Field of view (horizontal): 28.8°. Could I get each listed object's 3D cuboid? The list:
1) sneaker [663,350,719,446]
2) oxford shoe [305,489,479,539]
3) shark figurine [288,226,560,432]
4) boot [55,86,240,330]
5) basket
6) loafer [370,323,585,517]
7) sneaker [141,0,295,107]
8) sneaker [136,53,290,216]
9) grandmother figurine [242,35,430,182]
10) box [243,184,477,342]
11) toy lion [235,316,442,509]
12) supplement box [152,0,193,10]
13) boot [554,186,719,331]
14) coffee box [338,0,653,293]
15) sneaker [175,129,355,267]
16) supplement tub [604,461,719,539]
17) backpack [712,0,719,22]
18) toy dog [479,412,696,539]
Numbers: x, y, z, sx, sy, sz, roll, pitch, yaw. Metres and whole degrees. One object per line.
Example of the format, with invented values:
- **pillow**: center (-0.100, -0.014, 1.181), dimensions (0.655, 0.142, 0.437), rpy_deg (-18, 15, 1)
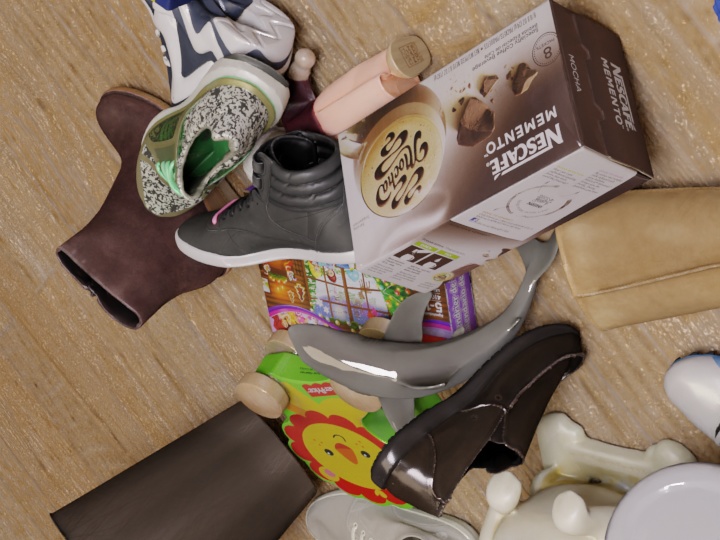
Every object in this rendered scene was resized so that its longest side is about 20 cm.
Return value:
- **sneaker**: center (0.290, 0.128, 0.960), dimensions (0.200, 0.072, 0.072), rpy_deg (38, 136, 19)
- **oxford shoe**: center (0.019, 0.245, 1.276), dimensions (0.199, 0.058, 0.076), rpy_deg (6, 122, 41)
- **shark figurine**: center (0.068, 0.056, 1.030), dimensions (0.214, 0.090, 0.129), rpy_deg (-26, 98, 3)
- **boot**: center (-0.197, -0.059, 1.193), dimensions (0.200, 0.166, 0.072), rpy_deg (46, 138, 9)
- **basket**: center (-0.149, 0.227, 1.286), dimensions (0.181, 0.200, 0.136), rpy_deg (53, 168, -8)
- **loafer**: center (0.098, 0.114, 1.027), dimensions (0.071, 0.200, 0.073), rpy_deg (46, 155, 18)
- **sneaker**: center (-0.141, -0.186, 1.133), dimensions (0.199, 0.079, 0.130), rpy_deg (36, 134, 18)
- **sneaker**: center (-0.132, -0.086, 1.083), dimensions (0.077, 0.089, 0.200), rpy_deg (33, 141, -12)
- **grandmother figurine**: center (-0.022, -0.115, 1.092), dimensions (0.200, 0.060, 0.122), rpy_deg (-27, 88, 44)
- **box**: center (0.000, 0.000, 1.154), dimensions (0.199, 0.039, 0.138), rpy_deg (10, 122, 37)
- **toy lion**: center (0.003, 0.134, 1.193), dimensions (0.199, 0.069, 0.192), rpy_deg (-11, 128, 48)
- **supplement box**: center (-0.174, -0.305, 1.067), dimensions (0.200, 0.109, 0.109), rpy_deg (36, 133, 18)
- **boot**: center (0.242, 0.018, 0.943), dimensions (0.199, 0.066, 0.176), rpy_deg (-11, 95, 43)
- **coffee box**: center (0.085, -0.078, 0.949), dimensions (0.200, 0.080, 0.114), rpy_deg (-28, 59, 38)
- **sneaker**: center (-0.074, -0.060, 1.096), dimensions (0.199, 0.071, 0.100), rpy_deg (0, 123, 34)
- **supplement tub**: center (0.246, 0.216, 0.959), dimensions (0.122, 0.123, 0.200), rpy_deg (19, 165, 31)
- **backpack**: center (0.264, -0.168, 0.707), dimensions (0.168, 0.200, 0.163), rpy_deg (42, 136, 13)
- **toy dog**: center (0.144, 0.227, 1.053), dimensions (0.139, 0.200, 0.195), rpy_deg (20, 127, 31)
